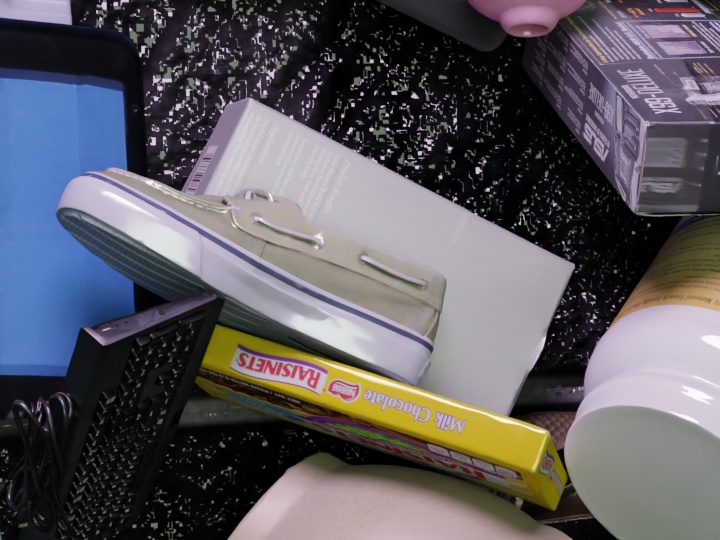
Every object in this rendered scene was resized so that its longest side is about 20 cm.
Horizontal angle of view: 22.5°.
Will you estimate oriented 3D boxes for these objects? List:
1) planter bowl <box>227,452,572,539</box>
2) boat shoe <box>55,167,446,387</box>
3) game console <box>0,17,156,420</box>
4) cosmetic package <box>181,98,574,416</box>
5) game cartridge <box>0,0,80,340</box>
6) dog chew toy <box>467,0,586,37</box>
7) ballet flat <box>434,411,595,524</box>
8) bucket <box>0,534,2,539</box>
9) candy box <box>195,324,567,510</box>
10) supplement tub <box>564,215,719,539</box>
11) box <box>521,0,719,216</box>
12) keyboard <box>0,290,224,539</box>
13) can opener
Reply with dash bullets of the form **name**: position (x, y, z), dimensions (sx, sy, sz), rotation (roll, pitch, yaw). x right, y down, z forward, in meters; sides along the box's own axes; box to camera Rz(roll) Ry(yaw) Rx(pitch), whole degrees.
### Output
- **planter bowl**: position (-0.004, 0.178, 0.913), dimensions (0.134, 0.200, 0.201), rotation (35, 83, 16)
- **boat shoe**: position (-0.050, -0.006, 0.875), dimensions (0.199, 0.072, 0.063), rotation (26, 73, -19)
- **game console**: position (-0.161, -0.035, 0.841), dimensions (0.117, 0.171, 0.202), rotation (-5, 81, -3)
- **cosmetic package**: position (0.000, 0.000, 0.954), dimensions (0.199, 0.090, 0.108), rotation (29, 86, -14)
- **game cartridge**: position (-0.207, -0.049, 0.900), dimensions (0.132, 0.040, 0.202), rotation (1, 80, -26)
- **dog chew toy**: position (0.085, -0.221, 0.939), dimensions (0.123, 0.125, 0.202), rotation (2, 80, -12)
- **ballet flat**: position (0.139, 0.115, 0.995), dimensions (0.198, 0.047, 0.068), rotation (-1, 126, -15)
- **bucket**: position (-0.268, 0.154, 0.839), dimensions (0.205, 0.135, 0.209), rotation (0, 115, 1)
- **candy box**: position (0.003, 0.071, 0.904), dimensions (0.198, 0.102, 0.027), rotation (17, 79, 17)
- **supplement tub**: position (0.203, 0.047, 0.935), dimensions (0.144, 0.144, 0.200), rotation (46, 55, -9)
- **box**: position (0.185, -0.092, 0.934), dimensions (0.156, 0.200, 0.050), rotation (-2, 117, -12)
- **keyboard**: position (-0.123, 0.094, 0.869), dimensions (0.103, 0.201, 0.040), rotation (-18, 59, -33)
- **can opener**: position (-0.013, -0.167, 0.973), dimensions (0.198, 0.053, 0.067), rotation (20, 121, -10)
